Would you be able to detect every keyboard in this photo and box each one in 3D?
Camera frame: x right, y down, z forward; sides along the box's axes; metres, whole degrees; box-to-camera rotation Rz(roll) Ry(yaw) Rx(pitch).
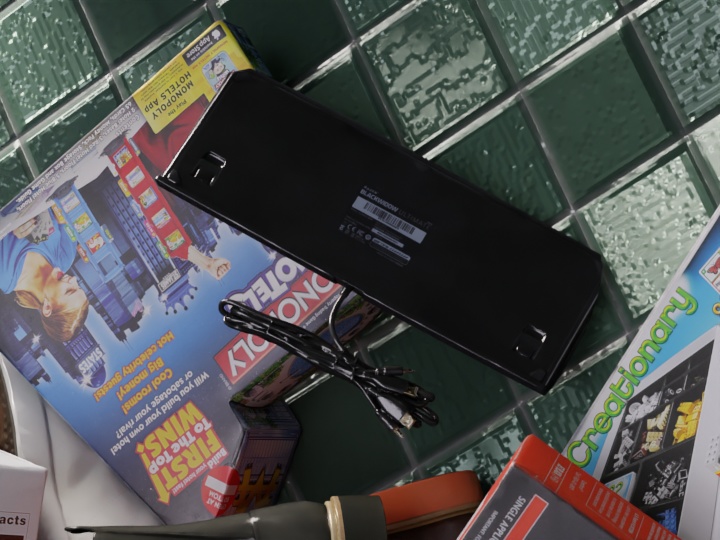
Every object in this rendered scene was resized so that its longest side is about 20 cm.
[{"bbox_3d":[0.000,0.000,1.316,0.199,0.021,0.127,28,62,9],"label":"keyboard"}]

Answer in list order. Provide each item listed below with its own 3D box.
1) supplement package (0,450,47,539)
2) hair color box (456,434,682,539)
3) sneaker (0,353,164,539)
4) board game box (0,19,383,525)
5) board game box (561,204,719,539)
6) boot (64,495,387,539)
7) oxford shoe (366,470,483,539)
[{"bbox_3d":[-0.264,0.171,1.413,0.191,0.146,0.202,12,93,59],"label":"supplement package"},{"bbox_3d":[0.121,0.169,1.226,0.199,0.061,0.102,34,103,3],"label":"hair color box"},{"bbox_3d":[-0.135,0.118,1.435,0.073,0.084,0.201,-60,39,41],"label":"sneaker"},{"bbox_3d":[-0.075,0.024,1.398,0.200,0.062,0.201,-38,72,19],"label":"board game box"},{"bbox_3d":[0.161,0.077,1.272,0.126,0.035,0.201,39,106,25],"label":"board game box"},{"bbox_3d":[-0.055,0.199,1.270,0.137,0.077,0.202,-2,82,-4],"label":"boot"},{"bbox_3d":[-0.032,0.153,1.326,0.199,0.071,0.073,-19,80,1],"label":"oxford shoe"}]
